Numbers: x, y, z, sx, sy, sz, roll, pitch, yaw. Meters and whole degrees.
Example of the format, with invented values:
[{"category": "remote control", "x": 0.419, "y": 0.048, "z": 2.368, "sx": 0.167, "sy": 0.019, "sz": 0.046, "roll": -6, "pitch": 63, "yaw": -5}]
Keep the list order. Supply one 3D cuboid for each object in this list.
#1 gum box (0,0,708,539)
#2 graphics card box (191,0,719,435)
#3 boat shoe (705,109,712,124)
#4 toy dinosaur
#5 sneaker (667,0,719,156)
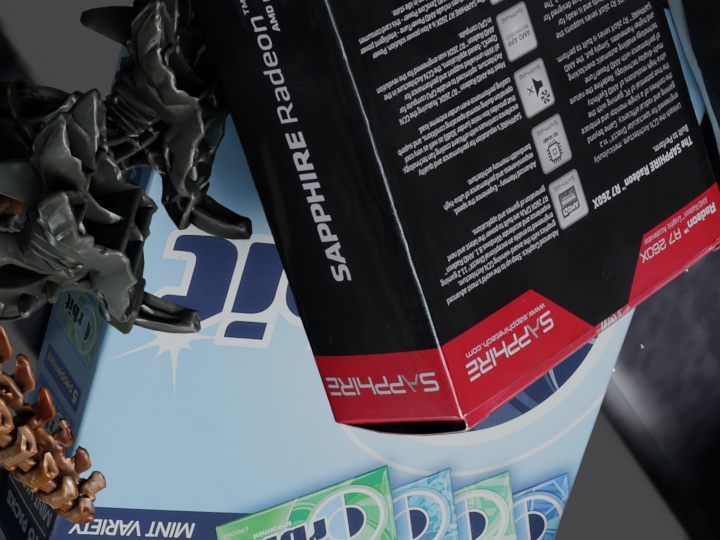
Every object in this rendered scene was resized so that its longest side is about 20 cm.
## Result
[{"category": "gum box", "x": 0.000, "y": 0.000, "z": 0.851, "sx": 0.169, "sy": 0.045, "sz": 0.201, "roll": 4, "pitch": 115, "yaw": -29}, {"category": "graphics card box", "x": 0.017, "y": -0.075, "z": 0.741, "sx": 0.125, "sy": 0.051, "sz": 0.201, "roll": -32, "pitch": 110, "yaw": -41}, {"category": "boat shoe", "x": 0.168, "y": -0.028, "z": 0.907, "sx": 0.073, "sy": 0.063, "sz": 0.201, "roll": -39, "pitch": 128, "yaw": -1}, {"category": "toy dinosaur", "x": -0.106, "y": -0.026, "z": 0.748, "sx": 0.135, "sy": 0.103, "sz": 0.200, "roll": -8, "pitch": 143, "yaw": 22}, {"category": "sneaker", "x": 0.145, "y": -0.014, "z": 0.820, "sx": 0.070, "sy": 0.099, "sz": 0.200, "roll": -28, "pitch": 126, "yaw": 3}]
